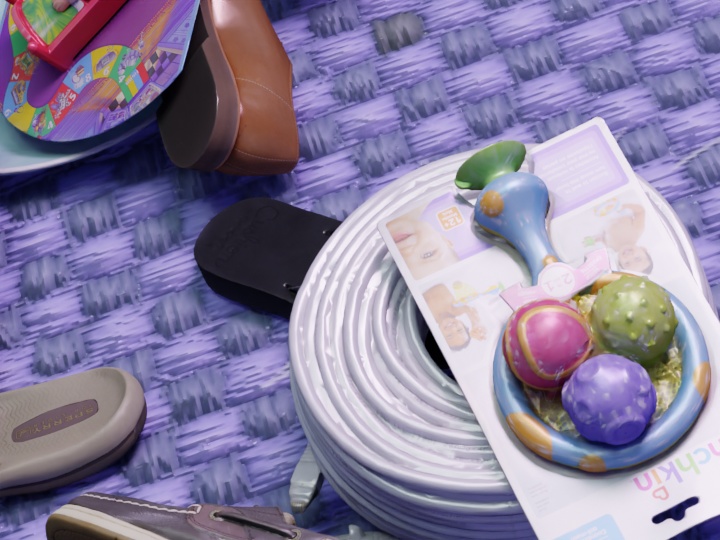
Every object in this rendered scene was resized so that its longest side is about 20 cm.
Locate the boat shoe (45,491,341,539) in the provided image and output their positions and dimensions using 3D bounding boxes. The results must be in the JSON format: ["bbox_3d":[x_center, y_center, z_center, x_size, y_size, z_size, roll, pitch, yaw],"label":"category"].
[{"bbox_3d":[-0.046,0.138,1.321,0.201,0.072,0.066,17,49,28],"label":"boat shoe"}]

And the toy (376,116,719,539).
[{"bbox_3d":[0.095,0.024,1.284,0.115,0.047,0.200,-25,58,-4],"label":"toy"}]

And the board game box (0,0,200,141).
[{"bbox_3d":[-0.148,-0.169,1.589,0.158,0.039,0.200,-2,69,42],"label":"board game box"}]

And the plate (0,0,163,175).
[{"bbox_3d":[-0.169,-0.116,1.660,0.200,0.026,0.200,-11,44,10],"label":"plate"}]

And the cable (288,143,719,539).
[{"bbox_3d":[0.064,0.033,1.353,0.200,0.069,0.200,-2,59,11],"label":"cable"}]

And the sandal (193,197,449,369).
[{"bbox_3d":[-0.001,0.000,1.459,0.200,0.043,0.076,11,51,30],"label":"sandal"}]

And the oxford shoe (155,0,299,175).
[{"bbox_3d":[-0.075,-0.126,1.589,0.071,0.071,0.200,-48,42,39],"label":"oxford shoe"}]

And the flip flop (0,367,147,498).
[{"bbox_3d":[-0.202,0.086,1.439,0.200,0.058,0.081,-19,42,1],"label":"flip flop"}]
